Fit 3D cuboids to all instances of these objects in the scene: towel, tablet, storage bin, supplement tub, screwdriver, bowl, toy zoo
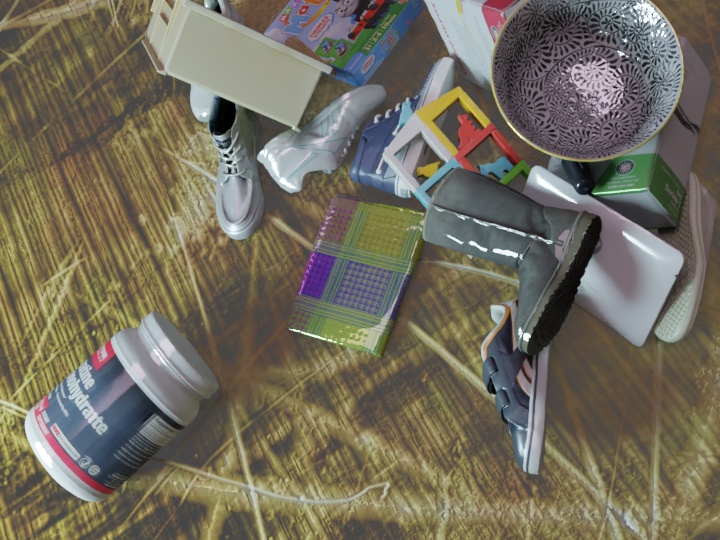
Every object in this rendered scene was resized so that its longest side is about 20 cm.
[{"bbox_3d":[0.000,0.000,1.101,0.141,0.023,0.203,13,71,21],"label":"towel"},{"bbox_3d":[0.254,-0.017,0.979,0.199,0.132,0.014,37,44,28],"label":"tablet"},{"bbox_3d":[-0.167,-0.284,1.131,0.095,0.197,0.199,-63,30,17],"label":"storage bin"},{"bbox_3d":[-0.283,0.161,1.046,0.200,0.141,0.140,-42,61,-5],"label":"supplement tub"},{"bbox_3d":[0.235,-0.156,1.008,0.029,0.028,0.202,-25,41,21],"label":"screwdriver"},{"bbox_3d":[0.239,-0.200,0.947,0.197,0.094,0.205,-1,79,7],"label":"bowl"},{"bbox_3d":[0.119,-0.133,1.083,0.131,0.020,0.201,-40,84,-5],"label":"toy zoo"}]

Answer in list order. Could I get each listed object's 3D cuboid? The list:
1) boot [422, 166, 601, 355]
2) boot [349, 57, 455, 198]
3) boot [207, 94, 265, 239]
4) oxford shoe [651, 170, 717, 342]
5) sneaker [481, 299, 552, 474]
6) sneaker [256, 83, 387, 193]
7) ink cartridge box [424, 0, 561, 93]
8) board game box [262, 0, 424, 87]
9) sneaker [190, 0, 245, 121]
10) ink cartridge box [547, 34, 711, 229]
[{"bbox_3d":[0.149,-0.018,0.977,0.198,0.073,0.184,21,73,31],"label":"boot"},{"bbox_3d":[0.056,-0.197,1.144,0.089,0.073,0.203,16,72,17],"label":"boot"},{"bbox_3d":[-0.177,-0.149,1.182,0.072,0.096,0.203,-11,63,12],"label":"boot"},{"bbox_3d":[0.363,-0.015,0.975,0.075,0.057,0.203,-20,53,54],"label":"oxford shoe"},{"bbox_3d":[0.170,0.124,0.960,0.078,0.079,0.203,2,56,13],"label":"sneaker"},{"bbox_3d":[-0.039,-0.177,1.178,0.199,0.070,0.081,-36,88,-9],"label":"sneaker"},{"bbox_3d":[0.175,-0.293,1.071,0.085,0.148,0.200,-36,35,-4],"label":"ink cartridge box"},{"bbox_3d":[-0.029,-0.353,1.251,0.199,0.037,0.152,29,77,37],"label":"board game box"},{"bbox_3d":[-0.219,-0.312,1.274,0.069,0.080,0.204,-2,67,14],"label":"sneaker"},{"bbox_3d":[0.307,-0.154,1.012,0.145,0.084,0.203,-1,62,48],"label":"ink cartridge box"}]
